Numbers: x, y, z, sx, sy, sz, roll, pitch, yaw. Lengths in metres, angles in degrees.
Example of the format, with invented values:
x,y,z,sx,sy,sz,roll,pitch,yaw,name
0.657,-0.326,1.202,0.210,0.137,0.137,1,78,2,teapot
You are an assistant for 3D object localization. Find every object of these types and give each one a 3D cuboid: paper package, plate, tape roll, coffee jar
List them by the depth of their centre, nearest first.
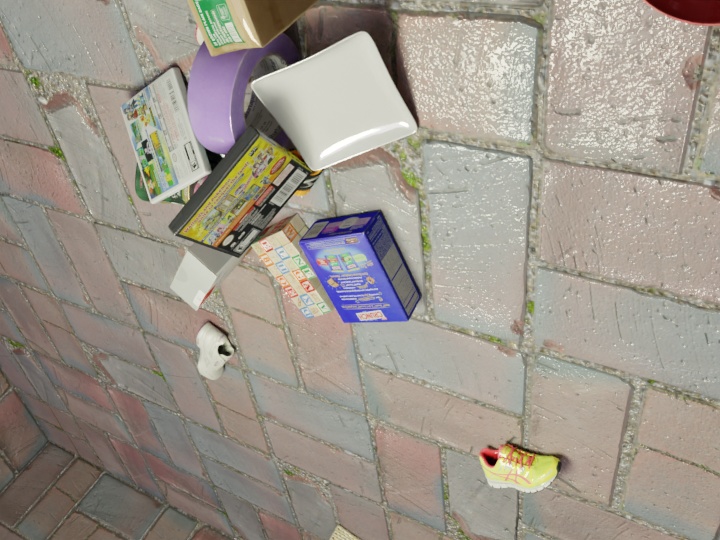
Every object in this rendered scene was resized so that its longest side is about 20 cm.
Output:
x,y,z,sx,sy,sz,roll,pitch,yaw,name
-0.159,-0.427,0.917,0.101,0.192,0.203,5,132,34,paper package
-0.035,-0.256,1.035,0.195,0.033,0.200,-17,139,21,plate
-0.176,-0.276,1.065,0.083,0.201,0.203,17,137,22,tape roll
-0.363,-0.181,1.378,0.196,0.085,0.107,11,97,29,coffee jar

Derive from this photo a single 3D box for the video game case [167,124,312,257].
x,y,z,sx,sy,sz,roll,pitch,yaw,name
-0.185,-0.117,1.078,0.026,0.200,0.180,46,-170,23,video game case

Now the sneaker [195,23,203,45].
x,y,z,sx,sy,sz,roll,pitch,yaw,name
-0.217,-0.373,1.103,0.073,0.082,0.201,22,157,3,sneaker

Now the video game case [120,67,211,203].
x,y,z,sx,sy,sz,roll,pitch,yaw,name
-0.375,-0.254,1.301,0.179,0.022,0.205,-18,91,37,video game case

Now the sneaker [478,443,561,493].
x,y,z,sx,sy,sz,roll,pitch,yaw,name
0.326,0.406,1.422,0.198,0.078,0.091,-21,107,45,sneaker

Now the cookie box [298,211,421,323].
x,y,z,sx,sy,sz,roll,pitch,yaw,name
0.000,0.000,1.289,0.168,0.076,0.203,-4,124,40,cookie box

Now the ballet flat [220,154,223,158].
x,y,z,sx,sy,sz,roll,pitch,yaw,name
-0.234,-0.233,1.272,0.071,0.072,0.202,-12,121,43,ballet flat

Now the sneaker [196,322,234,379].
x,y,z,sx,sy,sz,roll,pitch,yaw,name
-0.383,0.233,1.807,0.098,0.075,0.203,24,139,19,sneaker

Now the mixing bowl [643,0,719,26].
x,y,z,sx,sy,sz,roll,pitch,yaw,name
0.355,-0.356,0.649,0.196,0.109,0.203,22,139,20,mixing bowl

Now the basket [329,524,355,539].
x,y,z,sx,sy,sz,roll,pitch,yaw,name
-0.053,0.959,2.171,0.197,0.162,0.200,29,140,9,basket

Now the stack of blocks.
x,y,z,sx,sy,sz,roll,pitch,yaw,name
-0.120,-0.005,1.390,0.114,0.059,0.202,-17,116,45,stack of blocks

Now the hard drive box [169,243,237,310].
x,y,z,sx,sy,sz,roll,pitch,yaw,name
-0.281,-0.041,1.370,0.076,0.201,0.156,39,142,-4,hard drive box

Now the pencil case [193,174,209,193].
x,y,z,sx,sy,sz,roll,pitch,yaw,name
-0.245,-0.129,1.230,0.199,0.082,0.088,22,141,62,pencil case

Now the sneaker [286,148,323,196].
x,y,z,sx,sy,sz,roll,pitch,yaw,name
-0.142,-0.177,1.165,0.077,0.198,0.080,-35,75,37,sneaker
